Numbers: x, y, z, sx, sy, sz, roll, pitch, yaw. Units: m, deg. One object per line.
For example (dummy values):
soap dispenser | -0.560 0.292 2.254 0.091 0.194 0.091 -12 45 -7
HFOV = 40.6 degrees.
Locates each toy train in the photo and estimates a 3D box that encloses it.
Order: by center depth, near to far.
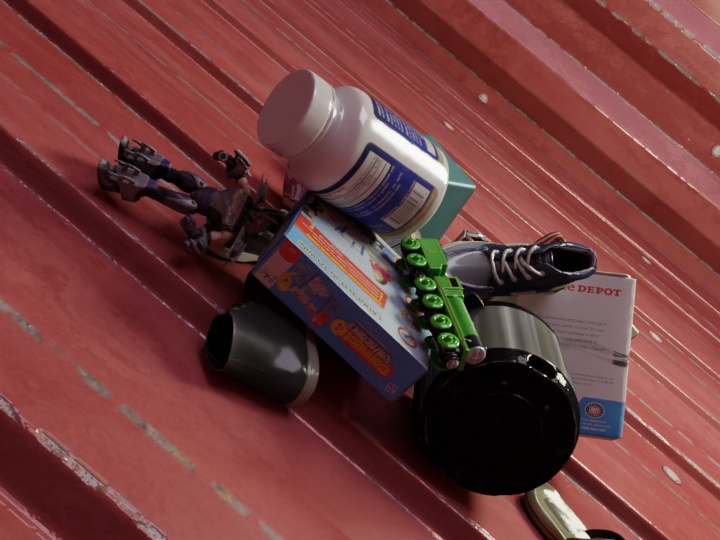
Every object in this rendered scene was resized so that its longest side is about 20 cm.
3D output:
toy train | 0.084 0.032 1.030 0.056 0.042 0.201 2 38 -16

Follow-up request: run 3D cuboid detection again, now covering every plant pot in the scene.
plant pot | 0.043 -0.131 1.520 0.199 0.142 0.142 5 39 -44

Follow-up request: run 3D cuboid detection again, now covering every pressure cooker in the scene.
pressure cooker | 0.152 0.133 1.089 0.177 0.177 0.200 18 22 -3

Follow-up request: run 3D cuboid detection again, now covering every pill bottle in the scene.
pill bottle | -0.009 -0.127 1.052 0.199 0.120 0.120 31 21 -37

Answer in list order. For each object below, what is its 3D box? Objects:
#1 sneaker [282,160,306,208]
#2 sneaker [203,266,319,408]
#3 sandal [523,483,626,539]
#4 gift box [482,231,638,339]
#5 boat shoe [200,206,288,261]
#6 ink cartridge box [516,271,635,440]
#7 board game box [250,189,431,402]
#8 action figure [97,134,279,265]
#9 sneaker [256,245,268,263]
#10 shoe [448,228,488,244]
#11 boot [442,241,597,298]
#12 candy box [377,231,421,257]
sneaker | -0.059 -0.133 1.291 0.072 0.116 0.200 3 11 -25
sneaker | -0.108 0.042 0.992 0.106 0.075 0.201 28 24 -33
sandal | 0.265 0.312 1.092 0.201 0.057 0.080 48 23 22
gift box | 0.263 0.070 1.388 0.187 0.184 0.200 52 1 8
boat shoe | -0.112 -0.048 1.187 0.199 0.061 0.074 10 33 -52
ink cartridge box | 0.264 0.105 1.235 0.145 0.202 0.086 6 -11 11
board game box | -0.008 0.015 1.045 0.200 0.056 0.196 44 21 -9
action figure | -0.182 -0.082 1.066 0.198 0.070 0.131 20 53 2
sneaker | -0.043 0.039 1.142 0.200 0.075 0.082 40 6 -17
shoe | 0.136 -0.015 1.488 0.071 0.091 0.200 45 22 17
boot | 0.175 -0.008 1.134 0.198 0.090 0.074 -2 77 -27
candy box | 0.036 -0.060 1.228 0.117 0.056 0.202 -69 135 -78
